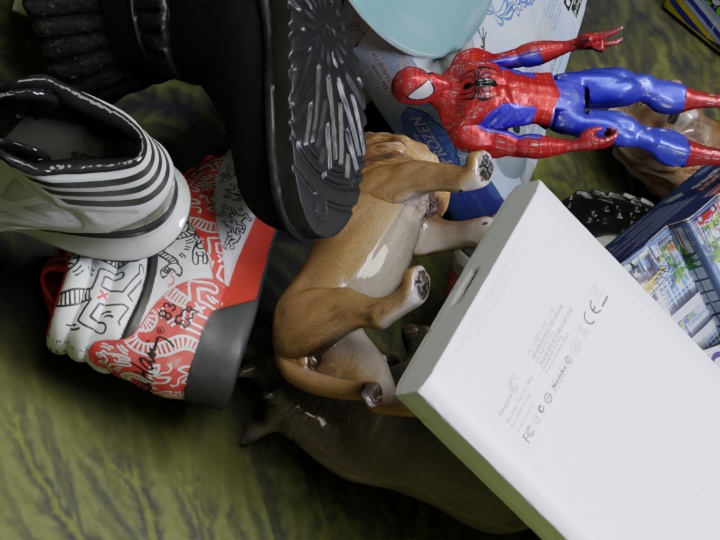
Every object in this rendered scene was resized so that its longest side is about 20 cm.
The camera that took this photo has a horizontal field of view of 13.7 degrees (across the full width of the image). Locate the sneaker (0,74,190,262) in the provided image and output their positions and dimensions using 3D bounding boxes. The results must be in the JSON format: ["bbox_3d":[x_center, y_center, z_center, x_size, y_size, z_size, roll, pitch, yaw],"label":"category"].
[{"bbox_3d":[-0.185,-0.059,1.395,0.200,0.115,0.076,3,65,9],"label":"sneaker"}]

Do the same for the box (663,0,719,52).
[{"bbox_3d":[0.282,-0.128,1.758,0.200,0.070,0.064,40,52,-2],"label":"box"}]

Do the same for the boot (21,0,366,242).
[{"bbox_3d":[-0.085,-0.099,1.474,0.079,0.158,0.211,28,51,-56],"label":"boot"}]

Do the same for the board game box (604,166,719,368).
[{"bbox_3d":[0.194,0.066,1.556,0.200,0.062,0.200,-37,103,-44],"label":"board game box"}]

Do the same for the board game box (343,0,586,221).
[{"bbox_3d":[0.049,-0.163,1.605,0.199,0.043,0.200,55,40,-38],"label":"board game box"}]

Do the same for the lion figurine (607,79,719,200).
[{"bbox_3d":[0.236,-0.061,1.702,0.200,0.073,0.122,-2,35,-45],"label":"lion figurine"}]

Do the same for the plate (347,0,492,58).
[{"bbox_3d":[0.029,-0.208,1.521,0.200,0.026,0.200,23,63,-53],"label":"plate"}]

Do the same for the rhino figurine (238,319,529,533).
[{"bbox_3d":[0.015,0.073,1.502,0.200,0.060,0.088,20,53,-10],"label":"rhino figurine"}]

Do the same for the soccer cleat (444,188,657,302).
[{"bbox_3d":[0.113,0.006,1.602,0.068,0.073,0.200,31,27,31],"label":"soccer cleat"}]

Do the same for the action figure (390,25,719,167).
[{"bbox_3d":[0.113,-0.086,1.528,0.200,0.052,0.066,3,70,-10],"label":"action figure"}]

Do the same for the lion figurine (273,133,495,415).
[{"bbox_3d":[0.000,0.000,1.468,0.200,0.122,0.073,-56,132,-42],"label":"lion figurine"}]

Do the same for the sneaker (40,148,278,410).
[{"bbox_3d":[-0.096,-0.022,1.494,0.108,0.067,0.202,16,44,-2],"label":"sneaker"}]

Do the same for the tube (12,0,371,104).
[{"bbox_3d":[-0.083,-0.139,1.585,0.200,0.052,0.058,17,16,-12],"label":"tube"}]

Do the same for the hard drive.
[{"bbox_3d":[0.115,0.072,1.432,0.200,0.026,0.132,45,58,-23],"label":"hard drive"}]
